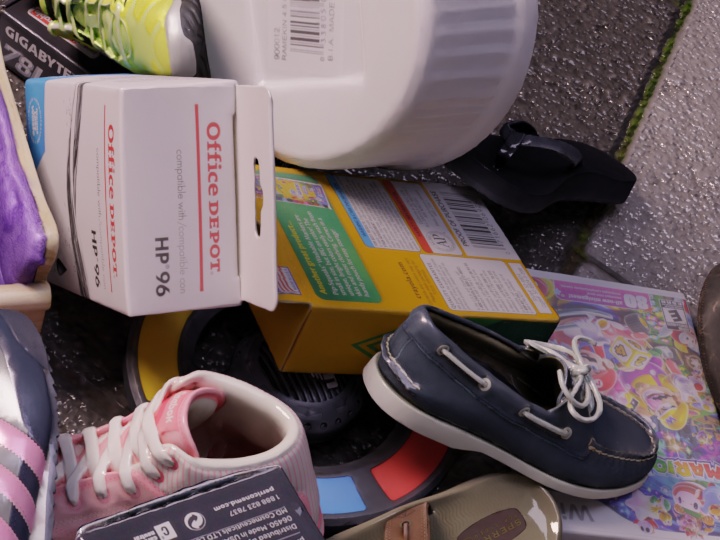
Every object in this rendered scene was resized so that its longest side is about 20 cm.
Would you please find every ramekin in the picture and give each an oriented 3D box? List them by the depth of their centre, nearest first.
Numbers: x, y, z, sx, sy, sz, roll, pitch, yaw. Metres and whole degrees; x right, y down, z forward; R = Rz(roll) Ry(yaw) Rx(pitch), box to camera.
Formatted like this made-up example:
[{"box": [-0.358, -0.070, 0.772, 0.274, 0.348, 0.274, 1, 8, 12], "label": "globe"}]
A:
[{"box": [-0.005, -0.153, 0.940, 0.200, 0.201, 0.097, 45, 34, 21], "label": "ramekin"}]

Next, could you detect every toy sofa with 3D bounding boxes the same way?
[{"box": [-0.233, -0.048, 0.896, 0.082, 0.098, 0.201, -4, 51, -26], "label": "toy sofa"}]

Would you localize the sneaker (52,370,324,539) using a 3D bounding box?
[{"box": [-0.116, 0.092, 0.784, 0.198, 0.105, 0.076, 4, 45, 2], "label": "sneaker"}]

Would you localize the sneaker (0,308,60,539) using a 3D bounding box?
[{"box": [-0.184, 0.098, 0.722, 0.082, 0.070, 0.202, 22, 47, -37], "label": "sneaker"}]

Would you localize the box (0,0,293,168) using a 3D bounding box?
[{"box": [-0.106, -0.146, 1.077, 0.199, 0.050, 0.198, 35, 44, 13], "label": "box"}]

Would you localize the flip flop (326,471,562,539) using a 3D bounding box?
[{"box": [0.036, 0.156, 0.826, 0.199, 0.058, 0.082, -22, 79, -35], "label": "flip flop"}]

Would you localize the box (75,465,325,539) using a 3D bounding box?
[{"box": [-0.048, 0.213, 0.687, 0.104, 0.149, 0.201, -14, 54, -32], "label": "box"}]

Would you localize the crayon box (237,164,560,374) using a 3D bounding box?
[{"box": [0.000, 0.000, 0.924, 0.198, 0.052, 0.126, 5, 38, -32], "label": "crayon box"}]

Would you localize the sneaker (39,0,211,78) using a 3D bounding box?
[{"box": [-0.148, -0.151, 0.968, 0.076, 0.076, 0.200, -18, 31, -22], "label": "sneaker"}]

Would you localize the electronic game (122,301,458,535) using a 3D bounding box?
[{"box": [-0.036, 0.062, 0.912, 0.198, 0.042, 0.201, 12, 45, -12], "label": "electronic game"}]

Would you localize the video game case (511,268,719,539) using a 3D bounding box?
[{"box": [0.153, 0.084, 0.986, 0.142, 0.018, 0.201, 9, 46, -15], "label": "video game case"}]

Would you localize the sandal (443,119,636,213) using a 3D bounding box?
[{"box": [0.117, -0.077, 1.060, 0.076, 0.043, 0.199, 38, 25, 27], "label": "sandal"}]

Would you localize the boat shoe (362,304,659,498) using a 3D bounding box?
[{"box": [0.095, 0.068, 0.892, 0.199, 0.062, 0.075, 23, 29, -25], "label": "boat shoe"}]

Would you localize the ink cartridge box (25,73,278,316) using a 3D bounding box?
[{"box": [-0.115, -0.043, 0.854, 0.067, 0.117, 0.199, -6, 10, -28], "label": "ink cartridge box"}]

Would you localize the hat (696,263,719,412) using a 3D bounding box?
[{"box": [0.254, 0.046, 1.005, 0.080, 0.201, 0.202, -13, 42, 19], "label": "hat"}]
